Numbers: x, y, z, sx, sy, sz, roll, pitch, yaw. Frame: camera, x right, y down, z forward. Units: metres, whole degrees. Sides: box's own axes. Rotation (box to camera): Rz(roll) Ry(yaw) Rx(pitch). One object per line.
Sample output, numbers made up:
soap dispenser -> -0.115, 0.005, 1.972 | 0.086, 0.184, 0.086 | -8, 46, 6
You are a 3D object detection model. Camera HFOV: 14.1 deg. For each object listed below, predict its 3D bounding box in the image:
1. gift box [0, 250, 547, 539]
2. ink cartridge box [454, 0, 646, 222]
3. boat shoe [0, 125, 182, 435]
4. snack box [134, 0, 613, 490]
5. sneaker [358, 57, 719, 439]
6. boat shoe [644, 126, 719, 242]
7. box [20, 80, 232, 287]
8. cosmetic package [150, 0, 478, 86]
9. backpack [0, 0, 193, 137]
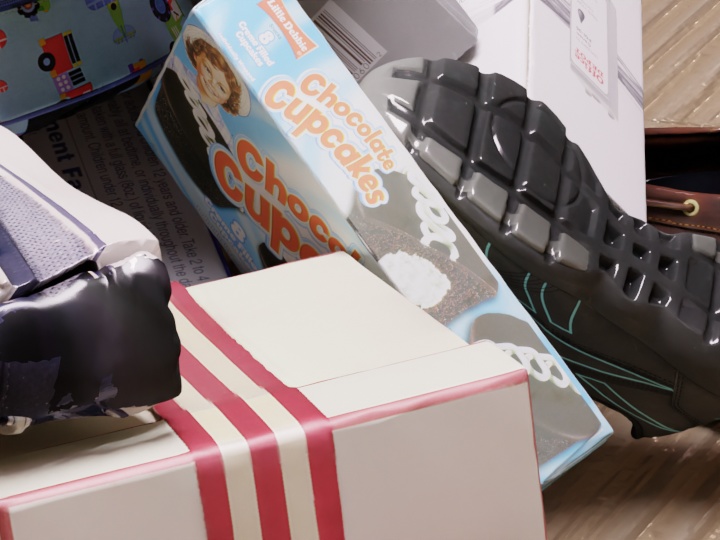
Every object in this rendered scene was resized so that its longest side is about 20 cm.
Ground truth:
gift box -> -0.028, 0.116, 0.900 | 0.184, 0.200, 0.187 | -18, 18, -14
ink cartridge box -> 0.036, -0.067, 1.190 | 0.146, 0.083, 0.200 | -31, 33, 28
boat shoe -> -0.136, 0.002, 0.869 | 0.093, 0.075, 0.200 | -13, 15, -27
snack box -> 0.000, 0.000, 1.021 | 0.037, 0.116, 0.200 | -34, 83, -22
sneaker -> 0.067, 0.001, 1.057 | 0.079, 0.200, 0.075 | -37, 26, 39
boat shoe -> 0.173, -0.033, 1.220 | 0.200, 0.070, 0.070 | -8, 31, -9
box -> -0.160, 0.013, 1.122 | 0.200, 0.105, 0.184 | -12, 43, -12
cosmetic package -> -0.039, -0.120, 1.184 | 0.107, 0.090, 0.200 | -45, 26, 11
backpack -> -0.167, -0.126, 1.090 | 0.183, 0.135, 0.200 | -23, 32, -33
